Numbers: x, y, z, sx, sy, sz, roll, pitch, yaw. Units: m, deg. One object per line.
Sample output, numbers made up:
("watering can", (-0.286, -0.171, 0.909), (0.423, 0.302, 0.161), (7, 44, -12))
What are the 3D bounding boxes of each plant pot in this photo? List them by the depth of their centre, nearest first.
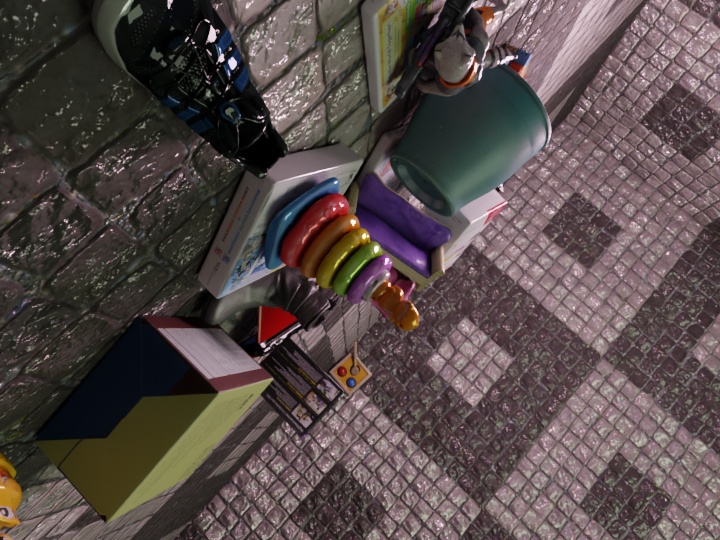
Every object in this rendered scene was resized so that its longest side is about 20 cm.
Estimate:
("plant pot", (0.154, -0.193, 0.814), (0.188, 0.200, 0.200), (-48, 170, -5))

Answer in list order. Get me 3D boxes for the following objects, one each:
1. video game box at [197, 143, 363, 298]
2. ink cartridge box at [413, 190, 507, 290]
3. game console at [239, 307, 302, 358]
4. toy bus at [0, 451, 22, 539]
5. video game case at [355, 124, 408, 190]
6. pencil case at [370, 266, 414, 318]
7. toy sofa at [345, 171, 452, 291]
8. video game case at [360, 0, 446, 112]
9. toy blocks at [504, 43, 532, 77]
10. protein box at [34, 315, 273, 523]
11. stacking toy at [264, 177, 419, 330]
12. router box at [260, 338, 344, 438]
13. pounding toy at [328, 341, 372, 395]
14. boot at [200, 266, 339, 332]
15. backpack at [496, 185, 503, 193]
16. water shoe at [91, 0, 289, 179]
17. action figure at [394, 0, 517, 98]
("video game box", (-0.098, -0.069, 0.674), (0.200, 0.047, 0.183), (-32, 158, -56))
("ink cartridge box", (0.163, -0.072, 0.996), (0.147, 0.086, 0.200), (-30, 160, -43))
("game console", (-0.168, 0.075, 0.994), (0.172, 0.119, 0.200), (-18, -173, 33))
("toy bus", (-0.366, 0.278, 0.447), (0.200, 0.192, 0.136), (-44, 167, -30))
("video game case", (0.045, -0.174, 0.935), (0.182, 0.024, 0.200), (-36, 164, -51))
("pencil case", (0.000, 0.000, 0.900), (0.091, 0.200, 0.094), (-48, -168, 26))
("toy sofa", (0.056, -0.063, 0.862), (0.098, 0.200, 0.083), (-43, -157, 33))
("video game case", (0.073, -0.298, 0.609), (0.182, 0.023, 0.200), (-47, 171, -5))
("toy blocks", (0.289, -0.381, 1.043), (0.137, 0.100, 0.200), (-65, 165, 21))
("protein box", (-0.254, 0.178, 0.690), (0.199, 0.135, 0.200), (-49, 169, 1))
("stacking toy", (-0.006, -0.003, 0.614), (0.110, 0.200, 0.116), (-40, 165, -37))
("router box", (-0.159, 0.284, 1.283), (0.149, 0.200, 0.051), (-44, 167, -16))
("pounding toy", (-0.044, 0.495, 2.642), (0.200, 0.184, 0.142), (-40, 173, -12))
("boot", (-0.118, 0.043, 0.758), (0.200, 0.132, 0.070), (-40, 168, -37))
("backpack", (0.210, -0.217, 1.108), (0.168, 0.163, 0.200), (-38, -170, 43))
("water shoe", (-0.098, -0.128, 0.367), (0.072, 0.079, 0.200), (-48, 170, 0))
("action figure", (0.136, -0.276, 0.613), (0.200, 0.104, 0.194), (-54, 178, 41))
